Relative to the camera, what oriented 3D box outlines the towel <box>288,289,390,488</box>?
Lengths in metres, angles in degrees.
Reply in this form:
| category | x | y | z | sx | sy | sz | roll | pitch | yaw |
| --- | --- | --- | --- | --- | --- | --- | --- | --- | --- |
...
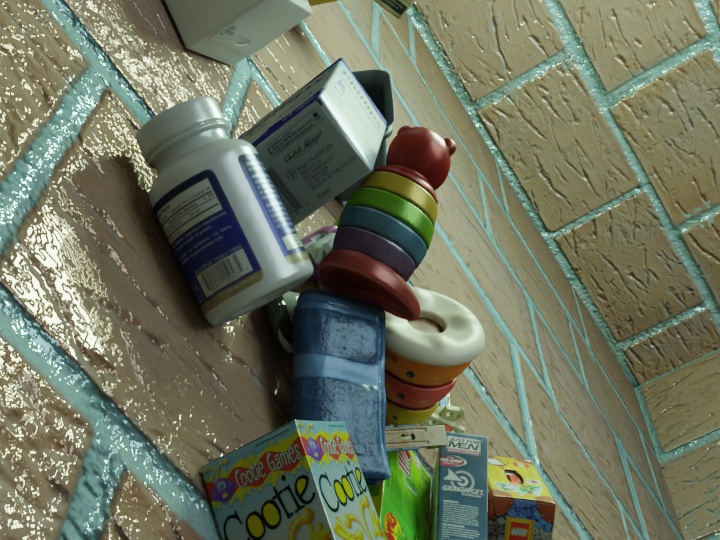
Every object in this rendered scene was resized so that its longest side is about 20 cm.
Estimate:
| category | x | y | z | sx | sy | sz | roll | pitch | yaw |
| --- | --- | --- | --- | --- | --- | --- | --- | --- | --- |
| towel | -0.022 | 0.122 | 1.004 | 0.110 | 0.048 | 0.204 | 16 | 61 | -29 |

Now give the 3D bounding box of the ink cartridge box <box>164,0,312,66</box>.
| category | x | y | z | sx | sy | sz | roll | pitch | yaw |
| --- | --- | --- | --- | --- | --- | --- | --- | --- | --- |
| ink cartridge box | -0.183 | -0.404 | 1.276 | 0.203 | 0.143 | 0.147 | 64 | 17 | 5 |

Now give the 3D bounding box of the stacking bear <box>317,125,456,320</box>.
| category | x | y | z | sx | sy | sz | roll | pitch | yaw |
| --- | --- | --- | --- | --- | --- | --- | --- | --- | --- |
| stacking bear | 0.040 | -0.067 | 1.071 | 0.203 | 0.120 | 0.114 | -65 | 153 | -17 |

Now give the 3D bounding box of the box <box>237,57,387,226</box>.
| category | x | y | z | sx | sy | sz | roll | pitch | yaw |
| --- | --- | --- | --- | --- | --- | --- | --- | --- | --- |
| box | -0.074 | -0.138 | 1.136 | 0.105 | 0.183 | 0.201 | 52 | 19 | -15 |

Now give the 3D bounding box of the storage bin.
| category | x | y | z | sx | sy | sz | roll | pitch | yaw |
| --- | --- | --- | --- | --- | --- | --- | --- | --- | --- |
| storage bin | -0.014 | -0.207 | 1.516 | 0.202 | 0.142 | 0.136 | -92 | 176 | -54 |

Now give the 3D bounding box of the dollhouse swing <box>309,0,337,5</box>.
| category | x | y | z | sx | sy | sz | roll | pitch | yaw |
| --- | --- | --- | --- | --- | --- | --- | --- | --- | --- |
| dollhouse swing | -0.112 | -0.567 | 1.689 | 0.200 | 0.178 | 0.180 | -30 | 113 | -72 |

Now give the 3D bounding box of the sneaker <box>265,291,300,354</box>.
| category | x | y | z | sx | sy | sz | roll | pitch | yaw |
| --- | --- | --- | --- | --- | --- | --- | --- | --- | --- |
| sneaker | -0.047 | 0.054 | 1.110 | 0.199 | 0.078 | 0.075 | 21 | 46 | -62 |

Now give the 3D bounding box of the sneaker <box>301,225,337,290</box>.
| category | x | y | z | sx | sy | sz | roll | pitch | yaw |
| --- | --- | --- | --- | --- | --- | --- | --- | --- | --- |
| sneaker | 0.000 | 0.000 | 1.202 | 0.080 | 0.199 | 0.090 | -30 | 113 | -31 |

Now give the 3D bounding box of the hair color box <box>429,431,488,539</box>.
| category | x | y | z | sx | sy | sz | roll | pitch | yaw |
| --- | --- | --- | --- | --- | --- | --- | --- | --- | --- |
| hair color box | 0.109 | 0.294 | 1.082 | 0.202 | 0.059 | 0.101 | -82 | 178 | -46 |

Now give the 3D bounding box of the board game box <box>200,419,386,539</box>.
| category | x | y | z | sx | sy | sz | roll | pitch | yaw |
| --- | --- | --- | --- | --- | --- | --- | --- | --- | --- |
| board game box | -0.041 | 0.242 | 0.816 | 0.105 | 0.102 | 0.203 | 20 | 46 | -64 |

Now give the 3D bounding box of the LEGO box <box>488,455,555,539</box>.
| category | x | y | z | sx | sy | sz | roll | pitch | yaw |
| --- | --- | --- | --- | --- | --- | --- | --- | --- | --- |
| LEGO box | 0.178 | 0.324 | 1.169 | 0.200 | 0.076 | 0.152 | -49 | 145 | -86 |

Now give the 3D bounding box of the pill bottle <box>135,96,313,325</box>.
| category | x | y | z | sx | sy | sz | roll | pitch | yaw |
| --- | --- | --- | --- | --- | --- | --- | --- | --- | --- |
| pill bottle | -0.139 | -0.061 | 0.949 | 0.203 | 0.118 | 0.119 | 64 | 18 | 3 |

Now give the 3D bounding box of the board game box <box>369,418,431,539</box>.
| category | x | y | z | sx | sy | sz | roll | pitch | yaw |
| --- | --- | --- | --- | --- | --- | --- | --- | --- | --- |
| board game box | 0.034 | 0.271 | 1.071 | 0.102 | 0.047 | 0.201 | 55 | 19 | -21 |

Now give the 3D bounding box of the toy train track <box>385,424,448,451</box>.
| category | x | y | z | sx | sy | sz | roll | pitch | yaw |
| --- | --- | --- | --- | --- | --- | --- | --- | --- | --- |
| toy train track | 0.010 | 0.188 | 1.052 | 0.197 | 0.032 | 0.117 | 4 | 67 | -35 |

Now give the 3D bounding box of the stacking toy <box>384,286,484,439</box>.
| category | x | y | z | sx | sy | sz | roll | pitch | yaw |
| --- | --- | --- | --- | --- | --- | --- | --- | --- | --- |
| stacking toy | 0.060 | 0.136 | 1.152 | 0.147 | 0.143 | 0.203 | -80 | -178 | -62 |

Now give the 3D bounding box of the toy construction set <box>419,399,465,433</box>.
| category | x | y | z | sx | sy | sz | roll | pitch | yaw |
| --- | --- | --- | --- | --- | --- | --- | --- | --- | --- |
| toy construction set | 0.064 | 0.143 | 1.288 | 0.131 | 0.092 | 0.201 | 46 | 13 | -41 |

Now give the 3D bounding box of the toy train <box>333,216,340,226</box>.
| category | x | y | z | sx | sy | sz | roll | pitch | yaw |
| --- | --- | --- | --- | --- | --- | --- | --- | --- | --- |
| toy train | 0.002 | -0.036 | 1.380 | 0.116 | 0.084 | 0.200 | 53 | 17 | 7 |

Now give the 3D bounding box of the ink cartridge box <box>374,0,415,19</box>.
| category | x | y | z | sx | sy | sz | roll | pitch | yaw |
| --- | --- | --- | --- | --- | --- | --- | --- | --- | --- |
| ink cartridge box | 0.001 | -0.564 | 1.726 | 0.164 | 0.075 | 0.201 | 14 | 35 | -55 |
